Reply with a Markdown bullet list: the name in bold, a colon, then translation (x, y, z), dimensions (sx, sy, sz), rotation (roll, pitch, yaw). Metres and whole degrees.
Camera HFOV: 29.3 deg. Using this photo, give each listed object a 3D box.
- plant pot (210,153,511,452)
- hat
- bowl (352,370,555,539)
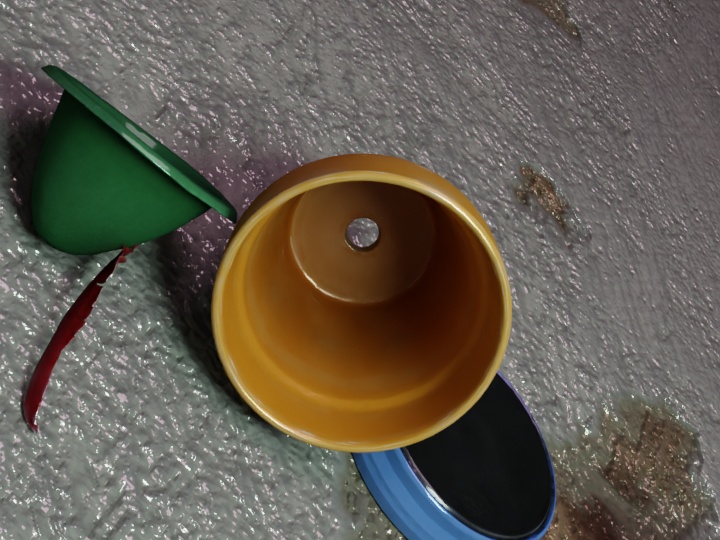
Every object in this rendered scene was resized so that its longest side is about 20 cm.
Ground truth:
- **plant pot**: translation (0.000, 0.000, 0.992), dimensions (0.200, 0.200, 0.183), rotation (41, 15, -14)
- **hat**: translation (-0.198, -0.021, 0.924), dimensions (0.166, 0.176, 0.200), rotation (38, 1, 3)
- **bowl**: translation (0.074, 0.135, 1.071), dimensions (0.200, 0.039, 0.201), rotation (31, 38, -27)
